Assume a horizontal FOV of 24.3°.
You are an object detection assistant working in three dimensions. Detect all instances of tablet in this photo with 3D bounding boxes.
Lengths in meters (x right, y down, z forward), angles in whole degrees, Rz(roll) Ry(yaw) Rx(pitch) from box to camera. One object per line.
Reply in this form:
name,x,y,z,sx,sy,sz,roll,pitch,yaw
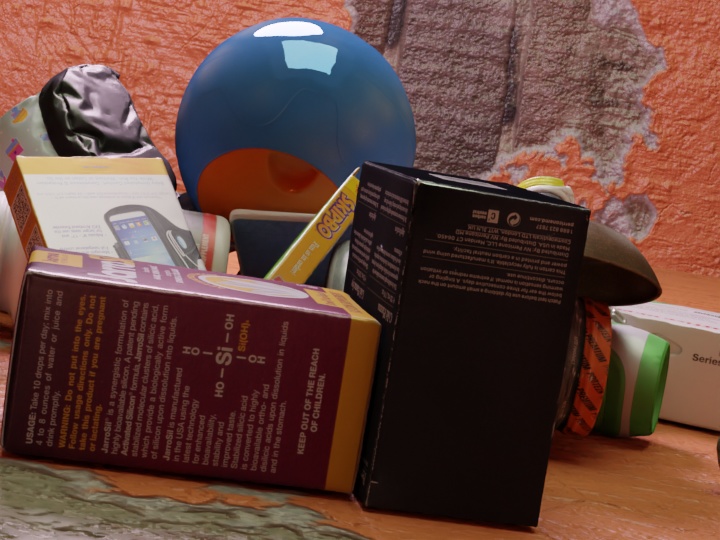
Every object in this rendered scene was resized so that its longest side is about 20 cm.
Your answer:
tablet,0.000,0.000,1.332,0.199,0.014,0.131,4,-40,10

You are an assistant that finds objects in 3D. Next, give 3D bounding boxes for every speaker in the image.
speaker,0.134,0.071,1.291,0.199,0.089,0.088,11,6,15

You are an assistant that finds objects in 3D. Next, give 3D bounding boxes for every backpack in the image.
backpack,-0.265,-0.061,1.412,0.126,0.200,0.167,8,48,-52

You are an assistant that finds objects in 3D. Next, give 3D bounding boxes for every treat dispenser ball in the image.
treat dispenser ball,-0.054,-0.107,1.384,0.200,0.202,0.201,9,5,-1

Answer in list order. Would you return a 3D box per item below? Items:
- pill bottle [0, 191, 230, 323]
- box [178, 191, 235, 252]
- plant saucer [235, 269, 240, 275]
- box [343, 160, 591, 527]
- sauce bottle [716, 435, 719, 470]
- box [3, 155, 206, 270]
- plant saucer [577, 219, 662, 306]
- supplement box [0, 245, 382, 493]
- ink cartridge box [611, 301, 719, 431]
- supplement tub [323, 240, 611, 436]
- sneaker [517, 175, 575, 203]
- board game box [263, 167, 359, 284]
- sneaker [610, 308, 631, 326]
pill bottle,-0.206,-0.001,1.290,0.199,0.115,0.114,8,6,-9
box,-0.186,-0.024,1.517,0.199,0.040,0.137,-18,-8,29
plant saucer,-0.038,-0.012,1.477,0.200,0.032,0.201,-28,21,12
box,0.050,0.036,1.003,0.103,0.183,0.200,9,6,-9
sauce bottle,0.317,0.125,1.190,0.064,0.065,0.200,13,5,33
box,-0.169,0.005,1.182,0.118,0.042,0.201,-1,53,-33
plant saucer,0.120,-0.013,1.206,0.199,0.037,0.200,10,-10,2
supplement box,-0.100,0.054,0.964,0.199,0.104,0.131,8,6,-11
ink cartridge box,0.268,0.077,1.476,0.144,0.085,0.200,11,5,15
supplement tub,0.069,0.053,1.171,0.199,0.123,0.123,9,5,-3
sneaker,0.150,0.020,1.448,0.074,0.201,0.085,0,33,9
board game box,-0.054,0.007,1.150,0.030,0.096,0.200,38,40,-5
sneaker,0.154,0.052,1.378,0.200,0.091,0.078,46,46,1
